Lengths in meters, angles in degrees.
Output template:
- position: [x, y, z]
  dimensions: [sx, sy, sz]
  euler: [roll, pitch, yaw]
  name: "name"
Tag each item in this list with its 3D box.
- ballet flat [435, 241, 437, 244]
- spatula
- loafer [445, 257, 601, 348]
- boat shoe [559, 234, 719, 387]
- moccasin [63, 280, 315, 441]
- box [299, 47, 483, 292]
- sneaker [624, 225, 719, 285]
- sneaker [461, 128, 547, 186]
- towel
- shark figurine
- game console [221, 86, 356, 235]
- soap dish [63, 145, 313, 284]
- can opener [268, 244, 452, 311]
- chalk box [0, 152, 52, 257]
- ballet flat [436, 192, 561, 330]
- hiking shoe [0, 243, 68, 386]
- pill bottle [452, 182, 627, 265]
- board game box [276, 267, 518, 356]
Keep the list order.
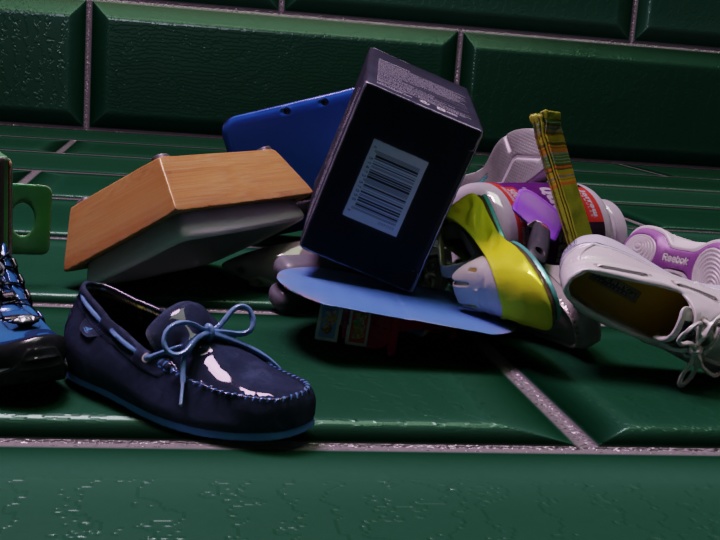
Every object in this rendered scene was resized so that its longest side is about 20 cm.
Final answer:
- position: [0.053, -0.063, 1.211]
  dimensions: [0.199, 0.076, 0.064]
  euler: [34, 16, -9]
  name: "ballet flat"
- position: [0.161, -0.038, 0.980]
  dimensions: [0.056, 0.021, 0.200]
  euler: [38, 17, -2]
  name: "spatula"
- position: [0.139, 0.025, 0.946]
  dimensions: [0.069, 0.071, 0.200]
  euler: [-20, 20, -16]
  name: "loafer"
- position: [0.242, 0.040, 0.811]
  dimensions: [0.200, 0.075, 0.086]
  euler: [27, 27, 2]
  name: "boat shoe"
- position: [-0.115, 0.052, 0.664]
  dimensions: [0.198, 0.069, 0.080]
  euler: [12, 13, 28]
  name: "moccasin"
- position: [0.026, -0.096, 0.955]
  dimensions: [0.106, 0.150, 0.200]
  euler: [21, 19, -6]
  name: "box"
- position: [0.354, 0.007, 1.082]
  dimensions: [0.099, 0.076, 0.200]
  euler: [19, 10, -31]
  name: "sneaker"
- position: [0.176, -0.101, 1.225]
  dimensions: [0.079, 0.071, 0.200]
  euler: [10, -23, -24]
  name: "sneaker"
- position: [0.210, -0.058, 1.052]
  dimensions: [0.018, 0.203, 0.086]
  euler: [-16, 1, 26]
  name: "towel"
- position: [-0.023, -0.028, 1.088]
  dimensions: [0.127, 0.091, 0.214]
  euler: [13, 15, 32]
  name: "shark figurine"
- position: [-0.044, -0.126, 1.285]
  dimensions: [0.197, 0.120, 0.171]
  euler: [-11, -7, 8]
  name: "game console"
- position: [-0.164, -0.054, 1.024]
  dimensions: [0.156, 0.082, 0.199]
  euler: [-23, -6, 34]
  name: "soap dish"
- position: [0.000, 0.000, 1.011]
  dimensions: [0.198, 0.054, 0.067]
  euler: [-3, 28, -32]
  name: "can opener"
- position: [-0.370, -0.046, 0.934]
  dimensions: [0.198, 0.126, 0.123]
  euler: [-1, 12, -32]
  name: "chalk box"
- position: [0.102, -0.002, 0.887]
  dimensions: [0.066, 0.067, 0.201]
  euler: [-17, 30, -3]
  name: "ballet flat"
- position: [-0.256, 0.021, 0.720]
  dimensions: [0.074, 0.088, 0.199]
  euler: [-5, 14, -41]
  name: "hiking shoe"
- position: [0.184, -0.036, 1.130]
  dimensions: [0.198, 0.114, 0.112]
  euler: [-4, 13, -35]
  name: "pill bottle"
- position: [0.026, 0.040, 0.877]
  dimensions: [0.197, 0.039, 0.158]
  euler: [11, 9, -8]
  name: "board game box"
